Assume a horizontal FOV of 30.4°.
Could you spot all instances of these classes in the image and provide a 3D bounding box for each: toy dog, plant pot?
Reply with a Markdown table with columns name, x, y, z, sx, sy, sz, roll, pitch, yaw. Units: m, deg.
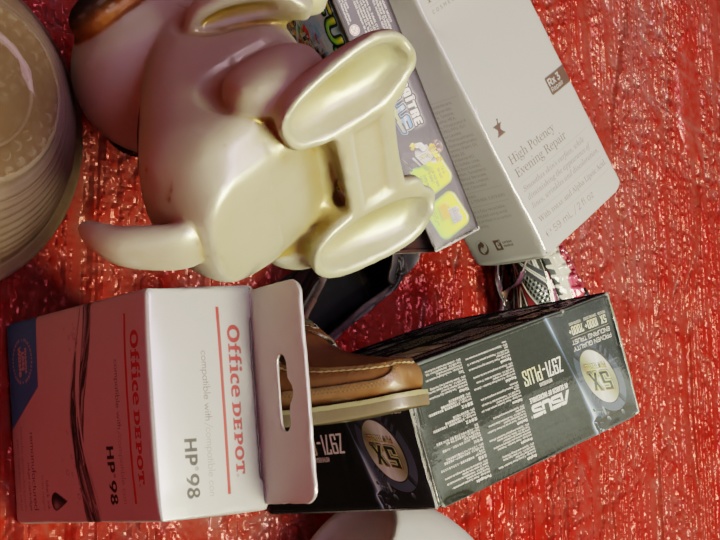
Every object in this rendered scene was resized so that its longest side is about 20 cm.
| name | x | y | z | sx | sy | sz | roll | pitch | yaw |
| --- | --- | --- | --- | --- | --- | --- | --- | --- | --- |
| toy dog | -0.081 | -0.081 | 0.721 | 0.194 | 0.200 | 0.140 | -37 | 139 | -12 |
| plant pot | -0.225 | -0.088 | 0.702 | 0.200 | 0.093 | 0.202 | 11 | 73 | -40 |

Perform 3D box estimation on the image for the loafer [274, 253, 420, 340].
| name | x | y | z | sx | sy | sz | roll | pitch | yaw |
| --- | --- | --- | --- | --- | --- | --- | --- | --- | --- |
| loafer | 0.000 | 0.000 | 0.898 | 0.200 | 0.063 | 0.072 | -46 | 112 | -37 |

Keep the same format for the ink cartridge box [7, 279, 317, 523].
| name | x | y | z | sx | sy | sz | roll | pitch | yaw |
| --- | --- | --- | --- | --- | --- | --- | --- | --- | --- |
| ink cartridge box | -0.111 | 0.071 | 0.696 | 0.067 | 0.200 | 0.116 | 1 | 81 | -40 |

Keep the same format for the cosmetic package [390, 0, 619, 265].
| name | x | y | z | sx | sy | sz | roll | pitch | yaw |
| --- | --- | --- | --- | --- | --- | --- | --- | --- | --- |
| cosmetic package | 0.086 | -0.115 | 0.900 | 0.102 | 0.074 | 0.200 | -41 | 109 | -35 |

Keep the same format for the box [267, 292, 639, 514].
| name | x | y | z | sx | sy | sz | roll | pitch | yaw |
| --- | --- | --- | --- | --- | --- | --- | --- | --- | --- |
| box | 0.052 | 0.086 | 0.860 | 0.200 | 0.164 | 0.086 | -16 | 91 | -42 |

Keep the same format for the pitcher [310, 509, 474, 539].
| name | x | y | z | sx | sy | sz | roll | pitch | yaw |
| --- | --- | --- | --- | --- | --- | --- | --- | --- | --- |
| pitcher | 0.070 | 0.226 | 0.848 | 0.200 | 0.171 | 0.121 | 48 | 22 | -25 |

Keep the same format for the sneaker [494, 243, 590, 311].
| name | x | y | z | sx | sy | sz | roll | pitch | yaw |
| --- | --- | --- | --- | --- | --- | --- | --- | --- | --- |
| sneaker | 0.131 | 0.014 | 1.007 | 0.200 | 0.075 | 0.081 | 63 | 9 | 2 |

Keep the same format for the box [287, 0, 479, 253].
| name | x | y | z | sx | sy | sz | roll | pitch | yaw |
| --- | --- | --- | --- | --- | --- | --- | --- | --- | --- |
| box | -0.003 | -0.108 | 0.808 | 0.035 | 0.110 | 0.201 | -27 | 101 | -22 |

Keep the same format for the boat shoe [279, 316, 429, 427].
| name | x | y | z | sx | sy | sz | roll | pitch | yaw |
| --- | --- | --- | --- | --- | --- | --- | --- | --- | --- |
| boat shoe | -0.051 | 0.054 | 0.752 | 0.072 | 0.200 | 0.068 | 3 | 82 | -54 |
